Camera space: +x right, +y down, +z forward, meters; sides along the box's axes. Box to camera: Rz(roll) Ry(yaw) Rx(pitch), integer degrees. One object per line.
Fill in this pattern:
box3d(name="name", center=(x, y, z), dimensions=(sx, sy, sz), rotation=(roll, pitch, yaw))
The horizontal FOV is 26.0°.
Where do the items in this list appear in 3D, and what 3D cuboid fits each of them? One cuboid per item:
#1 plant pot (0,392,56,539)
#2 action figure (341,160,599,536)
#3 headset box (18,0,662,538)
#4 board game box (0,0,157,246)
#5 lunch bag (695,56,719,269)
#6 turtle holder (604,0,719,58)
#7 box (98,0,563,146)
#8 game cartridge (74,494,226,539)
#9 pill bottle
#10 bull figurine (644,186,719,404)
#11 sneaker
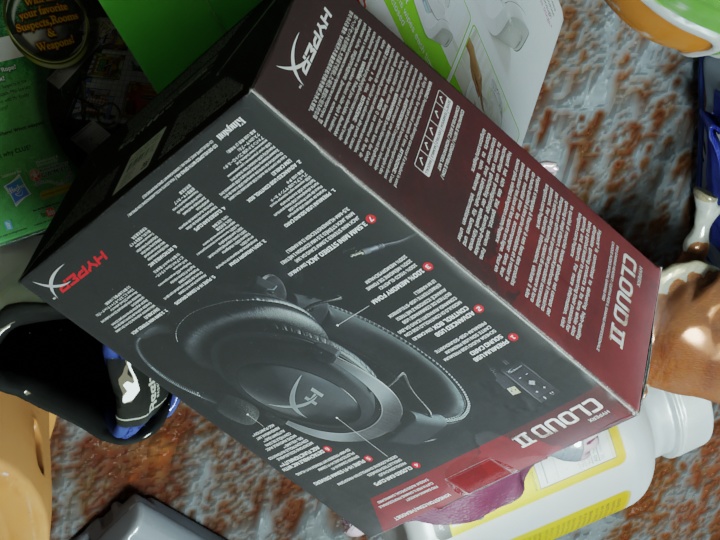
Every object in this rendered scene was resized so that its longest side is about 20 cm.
box3d(name="plant pot", center=(-0.227, 0.091, 0.725), dimensions=(0.199, 0.140, 0.201), rotation=(-15, 130, -18))
box3d(name="action figure", center=(0.037, 0.036, 0.741), dimensions=(0.148, 0.135, 0.200), rotation=(-9, 151, 12))
box3d(name="headset box", center=(0.001, 0.008, 0.576), dimensions=(0.200, 0.077, 0.149), rotation=(37, 135, -20))
box3d(name="board game box", center=(-0.124, -0.072, 0.642), dimensions=(0.200, 0.023, 0.105), rotation=(-23, 97, -45))
box3d(name="lunch bag", center=(0.266, -0.078, 0.903), dimensions=(0.160, 0.076, 0.201), rotation=(-18, 130, -9))
box3d(name="turtle holder", center=(0.178, -0.188, 0.744), dimensions=(0.140, 0.186, 0.132), rotation=(17, 161, -6))
box3d(name="box", center=(-0.005, -0.121, 0.633), dimensions=(0.096, 0.177, 0.200), rotation=(-6, 133, 29))
box3d(name="game cartridge", center=(-0.158, 0.229, 0.937), dimensions=(0.200, 0.042, 0.133), rotation=(-44, 128, 8))
box3d(name="pill bottle", center=(0.103, 0.103, 0.927), dimensions=(0.199, 0.112, 0.112), rotation=(-21, 131, -13))
box3d(name="bull figurine", center=(0.205, 0.031, 0.872), dimensions=(0.199, 0.065, 0.122), rotation=(20, 107, -24))
box3d(name="sneaker", center=(-0.085, 0.022, 0.669), dimensions=(0.199, 0.115, 0.081), rotation=(-8, 125, -24))
